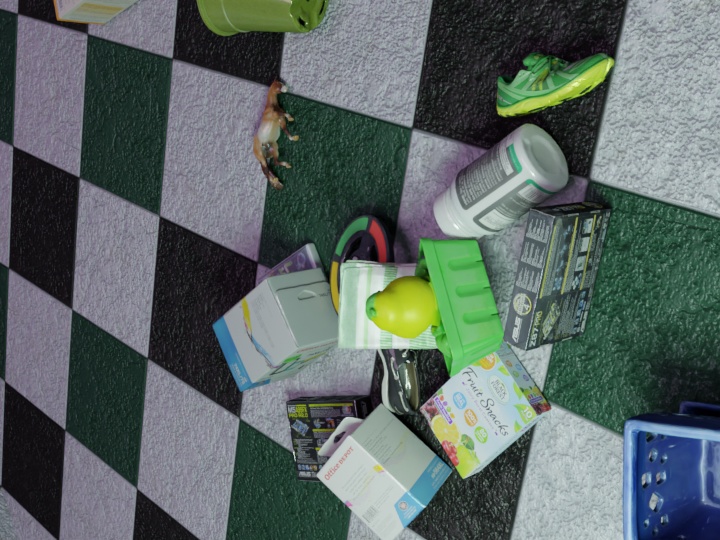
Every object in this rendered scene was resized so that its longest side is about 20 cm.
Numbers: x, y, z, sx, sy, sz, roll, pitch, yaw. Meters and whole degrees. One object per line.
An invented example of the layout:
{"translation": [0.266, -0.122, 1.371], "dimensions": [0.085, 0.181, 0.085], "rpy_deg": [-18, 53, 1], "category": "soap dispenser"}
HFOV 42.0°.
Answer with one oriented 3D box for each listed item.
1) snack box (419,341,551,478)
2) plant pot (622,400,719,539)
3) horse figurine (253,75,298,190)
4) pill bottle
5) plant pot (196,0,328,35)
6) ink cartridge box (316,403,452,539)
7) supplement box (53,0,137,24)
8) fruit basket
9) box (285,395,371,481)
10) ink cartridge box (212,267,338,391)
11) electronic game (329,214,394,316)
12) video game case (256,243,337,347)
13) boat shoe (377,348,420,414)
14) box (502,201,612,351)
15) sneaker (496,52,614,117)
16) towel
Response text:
{"translation": [0.201, 0.228, 1.548], "dimensions": [0.200, 0.053, 0.143], "rpy_deg": [-50, 64, 36], "category": "snack box"}
{"translation": [0.468, 0.279, 1.215], "dimensions": [0.199, 0.179, 0.203], "rpy_deg": [4, 100, 43], "category": "plant pot"}
{"translation": [-0.168, -0.257, 1.818], "dimensions": [0.133, 0.049, 0.202], "rpy_deg": [49, 134, 42], "category": "horse figurine"}
{"translation": [0.211, -0.126, 1.440], "dimensions": [0.199, 0.112, 0.114], "rpy_deg": [-35, 73, 41], "category": "pill bottle"}
{"translation": [-0.163, -0.511, 1.704], "dimensions": [0.188, 0.199, 0.202], "rpy_deg": [19, 110, 26], "category": "plant pot"}
{"translation": [0.033, 0.344, 1.642], "dimensions": [0.200, 0.125, 0.129], "rpy_deg": [43, 125, 9], "category": "ink cartridge box"}
{"translation": [-0.588, -0.627, 2.112], "dimensions": [0.199, 0.125, 0.074], "rpy_deg": [-14, 86, 43], "category": "supplement box"}
{"translation": [0.106, 0.059, 1.460], "dimensions": [0.217, 0.214, 0.156], "rpy_deg": [60, 173, 18], "category": "fruit basket"}
{"translation": [-0.054, 0.326, 1.814], "dimensions": [0.199, 0.044, 0.162], "rpy_deg": [-10, 89, 44], "category": "box"}
{"translation": [-0.150, 0.110, 1.770], "dimensions": [0.200, 0.146, 0.147], "rpy_deg": [-38, 71, 41], "category": "ink cartridge box"}
{"translation": [0.000, 0.000, 1.673], "dimensions": [0.199, 0.041, 0.203], "rpy_deg": [-25, 61, 55], "category": "electronic game"}
{"translation": [-0.117, 0.074, 1.848], "dimensions": [0.181, 0.023, 0.202], "rpy_deg": [-32, 75, 42], "category": "video game case"}
{"translation": [0.070, 0.157, 1.648], "dimensions": [0.060, 0.073, 0.203], "rpy_deg": [6, 103, 42], "category": "boat shoe"}
{"translation": [0.287, 0.006, 1.357], "dimensions": [0.049, 0.160, 0.202], "rpy_deg": [23, 113, 38], "category": "box"}
{"translation": [0.275, -0.284, 1.379], "dimensions": [0.199, 0.074, 0.085], "rpy_deg": [-13, 92, 44], "category": "sneaker"}
{"translation": [0.062, 0.060, 1.583], "dimensions": [0.023, 0.197, 0.155], "rpy_deg": [-109, 20, -77], "category": "towel"}
